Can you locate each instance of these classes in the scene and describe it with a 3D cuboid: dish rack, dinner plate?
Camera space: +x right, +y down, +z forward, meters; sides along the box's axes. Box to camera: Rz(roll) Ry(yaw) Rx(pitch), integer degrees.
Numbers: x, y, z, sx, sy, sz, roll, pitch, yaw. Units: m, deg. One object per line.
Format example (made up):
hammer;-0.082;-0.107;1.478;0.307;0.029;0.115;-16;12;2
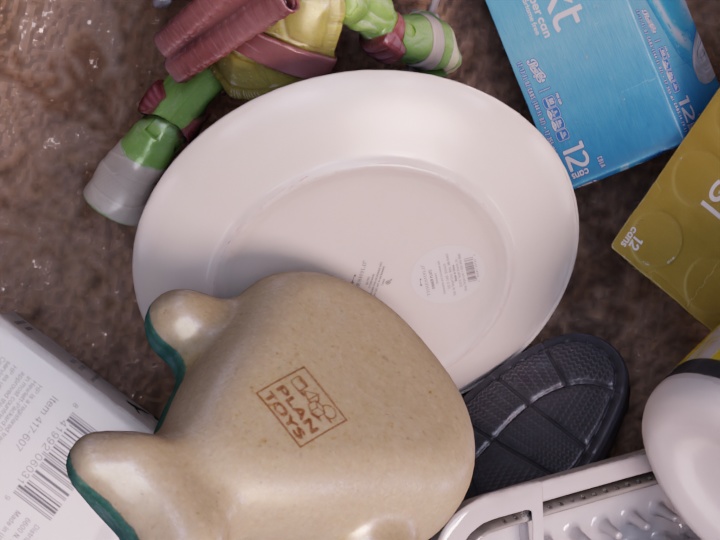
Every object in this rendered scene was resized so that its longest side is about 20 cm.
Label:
dish rack;0.117;0.157;1.044;0.198;0.044;0.173;-13;109;-20
dinner plate;0.000;0.000;1.022;0.198;0.024;0.201;-6;131;-7

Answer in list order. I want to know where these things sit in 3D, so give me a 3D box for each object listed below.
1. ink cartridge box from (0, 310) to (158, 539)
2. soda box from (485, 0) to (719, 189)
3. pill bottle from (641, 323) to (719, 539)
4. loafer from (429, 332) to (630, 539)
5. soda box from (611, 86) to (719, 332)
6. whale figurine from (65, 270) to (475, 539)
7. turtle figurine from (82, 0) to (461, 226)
ink cartridge box;-0.124;0.135;1.048;0.200;0.084;0.146;38;88;-3
soda box;0.093;-0.144;1.055;0.067;0.064;0.201;-21;92;32
pill bottle;0.217;0.032;0.963;0.200;0.112;0.112;-41;92;-24
loafer;0.055;0.117;1.078;0.072;0.063;0.200;35;83;28
soda box;0.198;-0.069;1.008;0.068;0.064;0.201;42;111;25
whale figurine;-0.043;0.082;0.950;0.159;0.200;0.104;50;127;10
turtle figurine;-0.036;-0.104;1.058;0.143;0.200;0.195;18;110;-24
